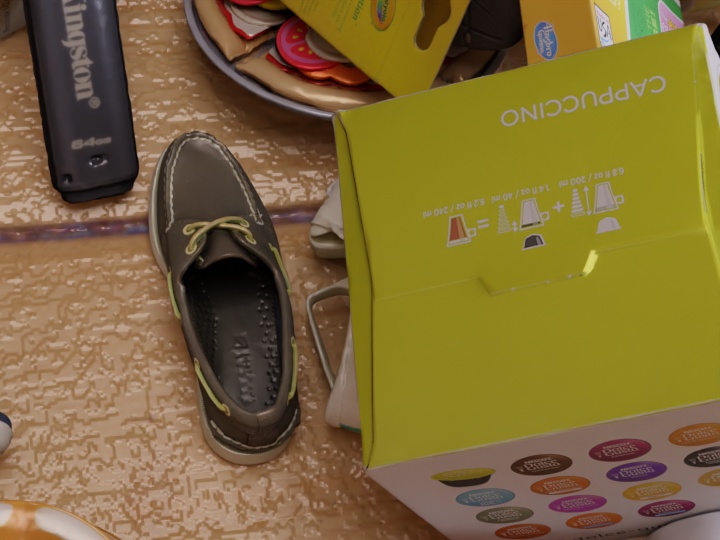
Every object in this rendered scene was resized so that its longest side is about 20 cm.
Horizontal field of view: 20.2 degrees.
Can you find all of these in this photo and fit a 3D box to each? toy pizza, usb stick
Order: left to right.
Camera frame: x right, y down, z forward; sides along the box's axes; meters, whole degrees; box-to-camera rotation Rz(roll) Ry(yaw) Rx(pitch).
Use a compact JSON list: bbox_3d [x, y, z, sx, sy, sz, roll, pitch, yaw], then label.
[{"bbox_3d":[-0.162,-0.138,1.138,0.055,0.033,0.200,-15,110,-27],"label":"usb stick"},{"bbox_3d":[-0.006,-0.166,1.211,0.200,0.032,0.200,4,48,-5],"label":"toy pizza"}]

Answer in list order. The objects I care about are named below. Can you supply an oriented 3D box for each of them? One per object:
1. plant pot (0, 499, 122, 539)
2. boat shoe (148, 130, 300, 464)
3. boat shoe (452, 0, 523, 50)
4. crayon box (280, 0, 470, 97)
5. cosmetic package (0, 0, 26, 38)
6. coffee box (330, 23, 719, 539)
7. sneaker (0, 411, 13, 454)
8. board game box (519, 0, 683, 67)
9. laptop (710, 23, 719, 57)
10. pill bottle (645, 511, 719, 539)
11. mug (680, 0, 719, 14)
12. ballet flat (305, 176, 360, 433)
[{"bbox_3d":[-0.168,0.195,0.965,0.200,0.183,0.201,3,65,-7],"label":"plant pot"},{"bbox_3d":[-0.074,0.005,1.135,0.072,0.060,0.202,-9,67,-13],"label":"boat shoe"},{"bbox_3d":[0.035,-0.205,1.183,0.072,0.076,0.200,-24,61,-41],"label":"boat shoe"},{"bbox_3d":[0.000,-0.194,1.128,0.051,0.127,0.200,-18,53,-45],"label":"crayon box"},{"bbox_3d":[-0.155,-0.228,1.207,0.200,0.105,0.071,-31,72,-19],"label":"cosmetic package"},{"bbox_3d":[0.115,0.020,1.047,0.199,0.198,0.200,-13,65,16],"label":"coffee box"},{"bbox_3d":[-0.268,0.031,1.084,0.200,0.075,0.085,24,69,3],"label":"sneaker"},{"bbox_3d":[0.129,-0.177,1.109,0.040,0.153,0.200,-15,69,26],"label":"board game box"},{"bbox_3d":[0.280,-0.105,1.153,0.177,0.200,0.103,45,33,11],"label":"laptop"},{"bbox_3d":[0.204,0.231,1.042,0.119,0.120,0.200,-1,66,-10],"label":"pill bottle"},{"bbox_3d":[0.226,-0.234,1.247,0.186,0.149,0.153,29,71,25],"label":"mug"},{"bbox_3d":[0.000,0.000,1.153,0.069,0.069,0.200,2,66,-8],"label":"ballet flat"}]
